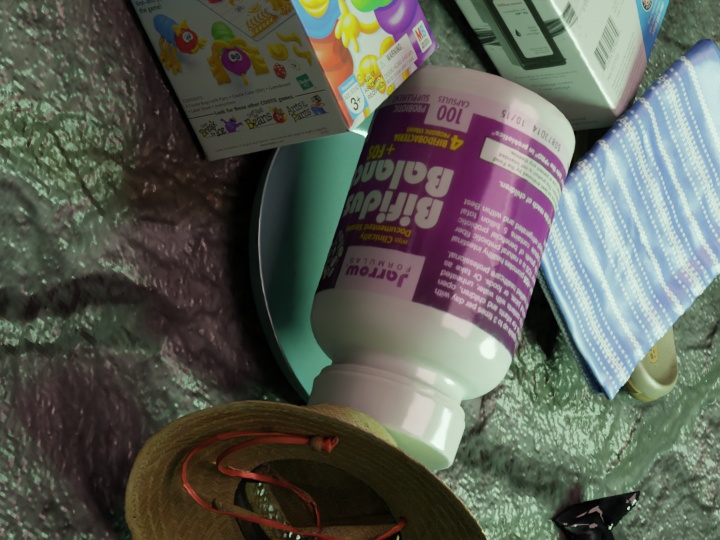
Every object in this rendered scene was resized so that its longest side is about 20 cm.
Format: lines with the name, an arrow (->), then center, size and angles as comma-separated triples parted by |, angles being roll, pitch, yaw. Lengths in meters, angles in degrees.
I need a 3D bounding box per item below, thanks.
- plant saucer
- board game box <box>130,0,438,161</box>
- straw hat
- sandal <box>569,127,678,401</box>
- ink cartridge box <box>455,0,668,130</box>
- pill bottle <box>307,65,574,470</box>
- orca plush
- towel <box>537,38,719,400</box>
plant saucer -> 0.000, 0.000, 1.446 | 0.200, 0.027, 0.200 | 14, 71, -48
board game box -> -0.059, -0.175, 1.346 | 0.103, 0.105, 0.200 | -47, 119, -46
straw hat -> -0.016, 0.116, 1.292 | 0.201, 0.201, 0.085 | 57, 30, -27
sandal -> 0.183, -0.015, 1.652 | 0.080, 0.054, 0.200 | -16, 95, -51
ink cartridge box -> 0.110, -0.194, 1.572 | 0.200, 0.068, 0.116 | 55, 44, -39
pill bottle -> 0.038, 0.000, 1.374 | 0.112, 0.112, 0.200 | 34, 67, -42
orca plush -> 0.186, 0.237, 1.592 | 0.105, 0.071, 0.200 | 0, 83, -51
towel -> 0.186, -0.033, 1.603 | 0.200, 0.024, 0.145 | -45, 126, -27
